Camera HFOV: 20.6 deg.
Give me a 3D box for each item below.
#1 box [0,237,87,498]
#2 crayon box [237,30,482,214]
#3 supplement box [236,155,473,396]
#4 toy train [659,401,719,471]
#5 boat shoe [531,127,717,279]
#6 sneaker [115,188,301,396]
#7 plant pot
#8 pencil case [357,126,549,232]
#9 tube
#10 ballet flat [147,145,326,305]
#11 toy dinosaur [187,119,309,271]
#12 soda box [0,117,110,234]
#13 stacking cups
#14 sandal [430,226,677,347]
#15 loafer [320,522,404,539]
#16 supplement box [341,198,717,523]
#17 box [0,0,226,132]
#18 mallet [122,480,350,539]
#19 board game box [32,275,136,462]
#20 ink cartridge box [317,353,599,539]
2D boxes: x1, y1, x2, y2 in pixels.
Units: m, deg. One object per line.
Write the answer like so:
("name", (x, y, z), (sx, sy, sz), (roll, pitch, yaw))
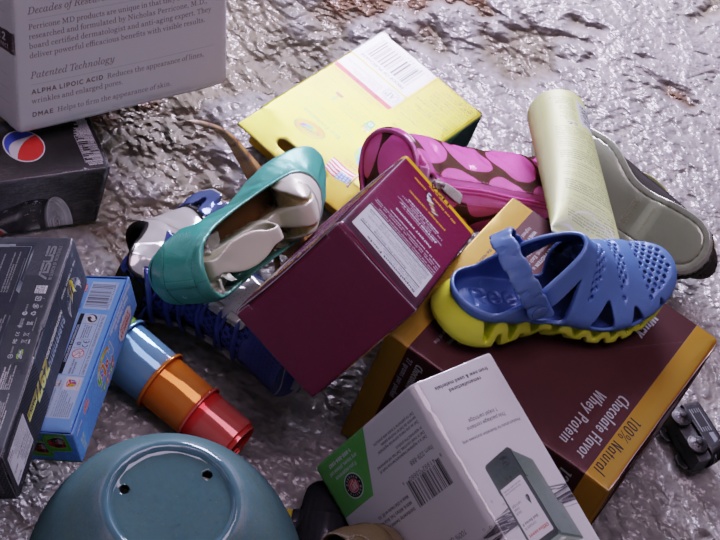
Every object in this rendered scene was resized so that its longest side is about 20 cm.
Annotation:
("box", (-0.289, 0.063, 1.361), (0.157, 0.051, 0.200), (1, 47, 10))
("crayon box", (-0.005, -0.117, 1.716), (0.127, 0.051, 0.200), (42, 49, 15))
("supplement box", (0.000, 0.000, 1.478), (0.086, 0.110, 0.200), (48, 23, -3))
("toy train", (0.246, 0.081, 1.655), (0.046, 0.034, 0.200), (-8, 55, -31))
("boat shoe", (0.233, -0.059, 1.753), (0.072, 0.061, 0.201), (-49, 62, 3))
("sneaker", (-0.128, 0.025, 1.534), (0.115, 0.081, 0.199), (-15, 51, -31))
("plant pot", (-0.130, 0.187, 1.331), (0.200, 0.135, 0.200), (4, 54, -5))
("pencil case", (0.096, -0.067, 1.654), (0.200, 0.094, 0.091), (4, 85, -38))
("tube", (0.171, -0.075, 1.613), (0.058, 0.052, 0.200), (-8, 38, 1))
("ballet flat", (-0.072, -0.031, 1.496), (0.070, 0.067, 0.200), (6, 33, 42))
("toy dinosaur", (-0.072, -0.058, 1.585), (0.060, 0.106, 0.200), (-33, 107, -6))
("soda box", (-0.302, -0.069, 1.548), (0.200, 0.071, 0.063), (-9, 54, -28))
("stacking cups", (-0.170, 0.073, 1.492), (0.200, 0.061, 0.060), (41, 49, 11))
("sandal", (0.154, 0.005, 1.468), (0.200, 0.087, 0.080), (-8, 52, -28))
("loafer", (-0.009, 0.265, 1.345), (0.067, 0.076, 0.200), (27, 52, -45))
("supplement box", (0.131, 0.090, 1.535), (0.200, 0.133, 0.197), (35, 48, 11))
("box", (-0.241, -0.224, 1.617), (0.200, 0.131, 0.199), (-17, 33, -32))
("mallet", (-0.099, 0.162, 1.456), (0.200, 0.041, 0.066), (20, 48, 2))
("board game box", (-0.276, 0.064, 1.419), (0.200, 0.037, 0.151), (3, 46, 12))
("ink cartridge box", (0.077, 0.184, 1.399), (0.084, 0.146, 0.200), (-19, 74, -40))
